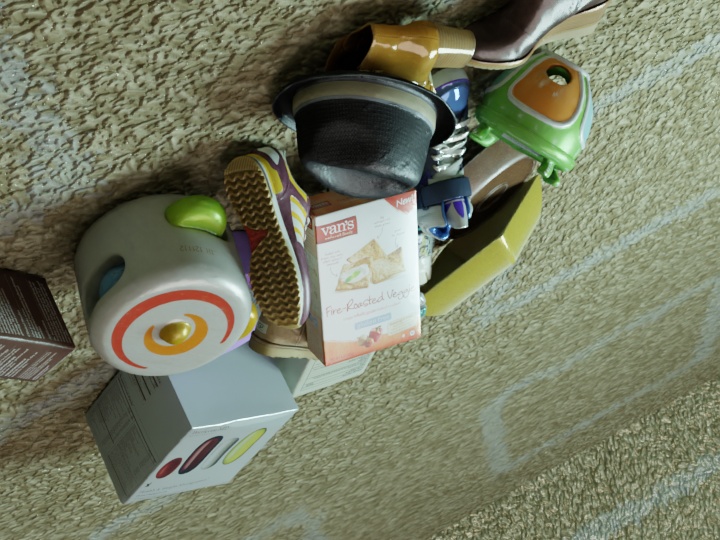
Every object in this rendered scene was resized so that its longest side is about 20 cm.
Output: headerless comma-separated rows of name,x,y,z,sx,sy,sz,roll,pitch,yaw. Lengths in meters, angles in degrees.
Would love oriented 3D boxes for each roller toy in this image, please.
roller toy,-0.215,0.024,1.576,0.181,0.141,0.201,-18,144,-4

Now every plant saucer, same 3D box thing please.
plant saucer,0.165,-0.107,1.890,0.200,0.035,0.201,-39,164,-13
plant saucer,0.165,-0.023,1.951,0.200,0.048,0.200,-40,-173,35

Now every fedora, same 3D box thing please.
fedora,0.002,-0.134,1.518,0.198,0.093,0.201,3,161,1

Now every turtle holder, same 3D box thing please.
turtle holder,0.221,-0.185,1.720,0.133,0.140,0.185,-61,149,3

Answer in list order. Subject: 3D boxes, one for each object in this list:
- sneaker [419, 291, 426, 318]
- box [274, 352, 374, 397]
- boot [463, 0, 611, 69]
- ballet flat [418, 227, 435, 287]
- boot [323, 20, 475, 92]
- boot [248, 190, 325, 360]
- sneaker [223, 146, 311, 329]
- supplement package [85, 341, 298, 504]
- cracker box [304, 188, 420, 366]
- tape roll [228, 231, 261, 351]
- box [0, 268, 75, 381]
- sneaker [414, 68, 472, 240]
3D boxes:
sneaker,0.022,-0.016,1.795,0.077,0.091,0.201,-24,129,-19
box,-0.042,0.065,1.951,0.127,0.110,0.200,-17,154,-29
boot,0.192,-0.311,1.548,0.198,0.073,0.167,-19,143,-21
ballet flat,0.071,-0.011,1.911,0.072,0.073,0.200,-28,175,-4
boot,0.022,-0.206,1.551,0.143,0.071,0.201,-2,153,-28
boot,-0.042,0.009,1.746,0.174,0.066,0.202,1,112,-45
sneaker,-0.083,-0.038,1.593,0.074,0.202,0.090,-6,-168,35
supplement package,-0.229,0.192,1.938,0.190,0.148,0.200,-6,148,-44
cracker box,0.000,0.000,1.693,0.133,0.058,0.202,-16,120,-22
tape roll,-0.187,0.037,1.780,0.199,0.066,0.201,-26,156,-12
box,-0.402,0.053,1.509,0.075,0.101,0.200,-37,156,17
sneaker,0.105,-0.126,1.688,0.080,0.147,0.201,-15,153,-31
